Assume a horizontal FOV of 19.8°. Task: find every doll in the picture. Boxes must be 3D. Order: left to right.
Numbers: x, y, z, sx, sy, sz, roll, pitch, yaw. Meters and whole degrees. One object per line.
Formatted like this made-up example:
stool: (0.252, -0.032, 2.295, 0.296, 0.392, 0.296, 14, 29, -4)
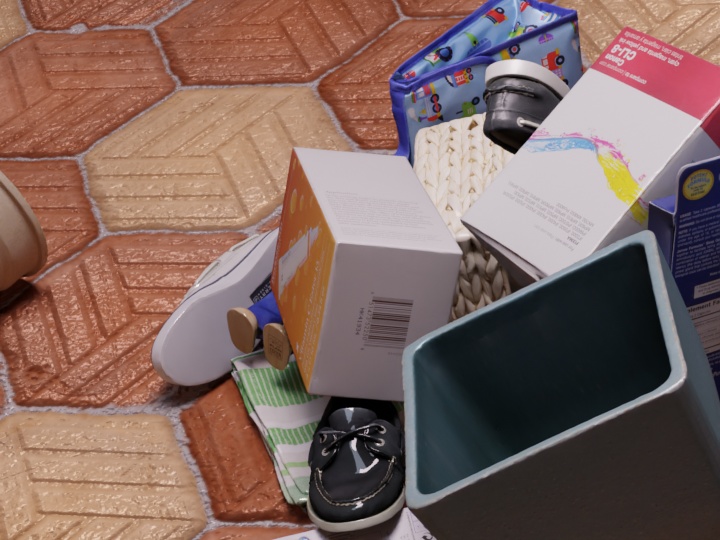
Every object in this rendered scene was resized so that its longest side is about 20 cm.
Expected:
doll: (-0.013, 0.014, 1.720, 0.136, 0.049, 0.200, 23, 43, 34)

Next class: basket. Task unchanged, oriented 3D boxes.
basket: (0.111, -0.033, 1.710, 0.123, 0.136, 0.200, -9, 34, 9)

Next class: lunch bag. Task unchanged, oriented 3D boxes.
lunch bag: (0.101, -0.140, 1.845, 0.200, 0.151, 0.094, -31, 39, -25)

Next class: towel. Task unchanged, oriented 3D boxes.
towel: (-0.012, 0.108, 1.648, 0.152, 0.023, 0.200, -18, 35, -10)

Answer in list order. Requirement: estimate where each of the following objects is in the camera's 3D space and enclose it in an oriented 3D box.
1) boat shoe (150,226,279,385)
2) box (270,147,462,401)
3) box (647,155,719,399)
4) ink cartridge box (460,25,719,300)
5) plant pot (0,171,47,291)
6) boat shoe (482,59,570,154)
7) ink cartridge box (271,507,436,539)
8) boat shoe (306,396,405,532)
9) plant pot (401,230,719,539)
boat shoe: (-0.117, 0.027, 1.755, 0.066, 0.072, 0.200, -5, 36, 47)
box: (0.000, 0.000, 1.565, 0.097, 0.125, 0.200, 5, 21, -13)
box: (0.256, 0.003, 1.464, 0.121, 0.201, 0.032, -15, 30, -30)
ink cartridge box: (0.207, -0.046, 1.526, 0.200, 0.145, 0.145, -49, 38, -4)
plant pot: (-0.408, -0.005, 1.805, 0.200, 0.201, 0.184, 16, 56, 34)
boat shoe: (0.163, -0.095, 1.616, 0.076, 0.200, 0.060, -13, 59, 47)
ink cartridge box: (-0.002, 0.241, 1.413, 0.199, 0.077, 0.137, -12, 34, -2)
boat shoe: (-0.003, 0.127, 1.494, 0.074, 0.066, 0.199, -7, 15, 11)
plant pot: (0.162, 0.134, 1.380, 0.196, 0.200, 0.196, -27, 26, 15)
